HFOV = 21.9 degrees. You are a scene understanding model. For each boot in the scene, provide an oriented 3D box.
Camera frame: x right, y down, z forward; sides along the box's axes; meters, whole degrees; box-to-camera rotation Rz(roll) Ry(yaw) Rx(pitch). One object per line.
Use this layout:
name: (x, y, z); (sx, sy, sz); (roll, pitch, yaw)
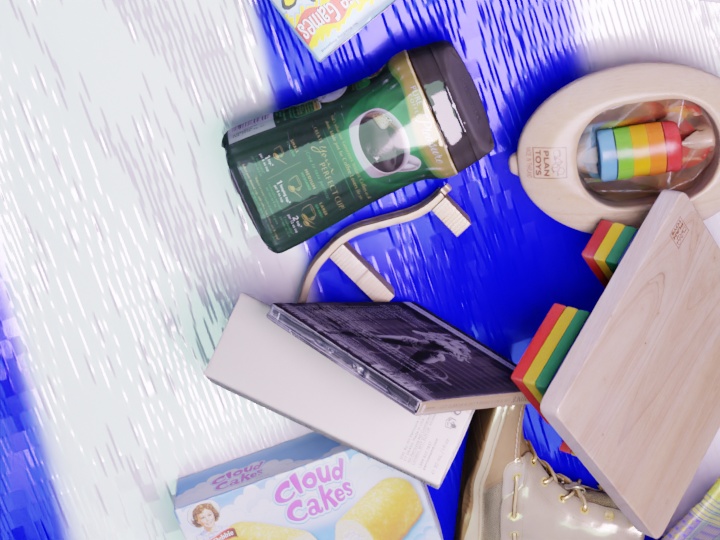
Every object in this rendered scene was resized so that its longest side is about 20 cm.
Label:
boot: (0.162, 0.175, 1.529); (0.154, 0.073, 0.202); (6, 112, -3)

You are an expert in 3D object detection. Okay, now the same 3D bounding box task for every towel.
towel: (0.250, 0.239, 1.528); (0.200, 0.143, 0.023); (-45, 65, 9)

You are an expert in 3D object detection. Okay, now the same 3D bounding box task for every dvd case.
dvd case: (0.041, 0.064, 1.405); (0.148, 0.199, 0.016); (31, 107, 30)

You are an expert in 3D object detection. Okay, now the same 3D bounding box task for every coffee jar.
coffee jar: (0.000, -0.098, 1.442); (0.198, 0.085, 0.105); (-23, 102, 5)

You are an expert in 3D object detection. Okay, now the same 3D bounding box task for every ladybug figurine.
ladybug figurine: (0.213, -0.098, 1.457); (0.198, 0.072, 0.137); (-3, 106, -2)

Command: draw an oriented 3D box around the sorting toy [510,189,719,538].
sorting toy: (0.213, 0.069, 1.447); (0.201, 0.069, 0.199); (-58, 135, -17)

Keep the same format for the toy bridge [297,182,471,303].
toy bridge: (0.000, 0.000, 1.500); (0.067, 0.027, 0.200); (44, 101, -11)

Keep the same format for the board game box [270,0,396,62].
board game box: (-0.054, -0.272, 1.381); (0.103, 0.105, 0.200); (-37, 105, 8)

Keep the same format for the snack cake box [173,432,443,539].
snack cake box: (-0.042, 0.202, 1.535); (0.198, 0.067, 0.116); (-20, 107, 3)

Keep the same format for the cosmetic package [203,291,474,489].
cosmetic package: (-0.014, 0.095, 1.440); (0.199, 0.104, 0.074); (26, 84, 4)

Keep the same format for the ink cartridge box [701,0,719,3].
ink cartridge box: (0.182, -0.285, 1.365); (0.198, 0.145, 0.149); (7, 105, -5)
